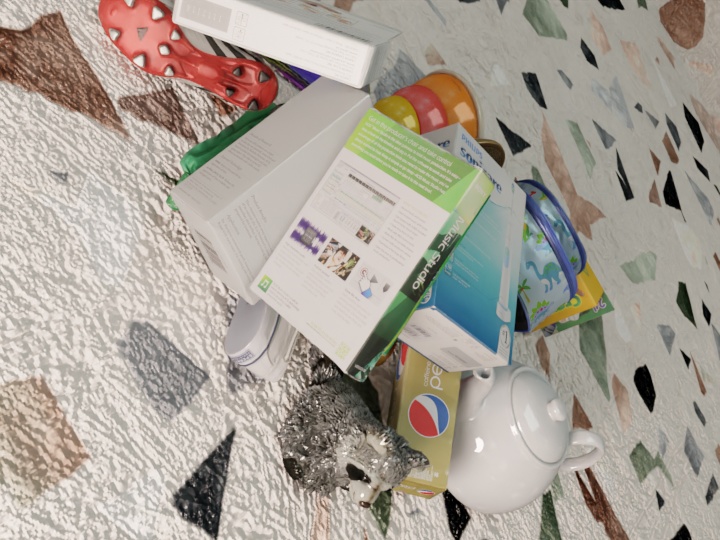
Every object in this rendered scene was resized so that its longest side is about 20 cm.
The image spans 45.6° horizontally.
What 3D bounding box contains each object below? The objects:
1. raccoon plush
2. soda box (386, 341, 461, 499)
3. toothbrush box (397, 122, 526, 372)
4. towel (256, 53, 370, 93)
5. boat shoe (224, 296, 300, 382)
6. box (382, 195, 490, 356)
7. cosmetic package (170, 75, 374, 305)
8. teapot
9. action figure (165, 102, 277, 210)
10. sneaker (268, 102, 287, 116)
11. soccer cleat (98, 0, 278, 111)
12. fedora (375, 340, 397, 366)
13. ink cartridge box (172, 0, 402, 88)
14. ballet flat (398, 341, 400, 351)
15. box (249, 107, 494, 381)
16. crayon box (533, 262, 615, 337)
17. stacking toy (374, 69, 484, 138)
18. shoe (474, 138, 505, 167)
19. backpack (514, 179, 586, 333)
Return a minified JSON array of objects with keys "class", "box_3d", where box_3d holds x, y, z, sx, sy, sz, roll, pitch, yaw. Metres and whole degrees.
[{"class":"raccoon plush","box_3d":[-0.008,0.127,0.824,0.096,0.133,0.204,13,59,-44]},{"class":"soda box","box_3d":[0.068,0.135,0.921,0.063,0.068,0.204,14,65,-5]},{"class":"toothbrush box","box_3d":[0.094,-0.020,0.869,0.146,0.084,0.204,34,57,-42]},{"class":"towel","box_3d":[-0.057,-0.282,1.104,0.198,0.023,0.146,31,48,-36]},{"class":"boat shoe","box_3d":[-0.078,0.019,0.869,0.065,0.073,0.203,43,51,-31]},{"class":"box","box_3d":[0.019,-0.016,0.789,0.117,0.202,0.048,35,-1,44]},{"class":"cosmetic package","box_3d":[-0.066,-0.080,0.815,0.199,0.081,0.114,-40,134,-19]},{"class":"teapot","box_3d":[0.182,0.185,1.013,0.199,0.145,0.201,-24,88,-54]},{"class":"action figure","box_3d":[-0.132,-0.102,0.879,0.120,0.054,0.200,61,33,-6]},{"class":"sneaker","box_3d":[-0.039,-0.126,0.949,0.199,0.077,0.086,34,25,-51]},{"class":"soccer cleat","box_3d":[-0.176,-0.227,0.889,0.197,0.070,0.085,23,17,-16]},{"class":"fedora","box_3d":[0.000,0.000,0.929,0.200,0.080,0.206,2,90,-77]},{"class":"ink cartridge box","box_3d":[-0.065,-0.247,0.872,0.196,0.046,0.176,21,22,6]},{"class":"ballet flat","box_3d":[0.075,0.032,1.040,0.069,0.069,0.204,20,54,-42]},{"class":"box","box_3d":[0.006,-0.027,0.747,0.144,0.202,0.036,36,2,37]},{"class":"crayon box","box_3d":[0.260,0.004,1.230,0.202,0.125,0.052,57,38,-8]},{"class":"stacking toy","box_3d":[0.050,-0.182,1.104,0.197,0.145,0.149,-11,76,-38]},{"class":"shoe","box_3d":[0.084,-0.127,1.068,0.054,0.196,0.071,-114,-171,-51]},{"class":"backpack","box_3d":[0.191,-0.024,1.074,0.185,0.145,0.200,58,-7,-6]}]
